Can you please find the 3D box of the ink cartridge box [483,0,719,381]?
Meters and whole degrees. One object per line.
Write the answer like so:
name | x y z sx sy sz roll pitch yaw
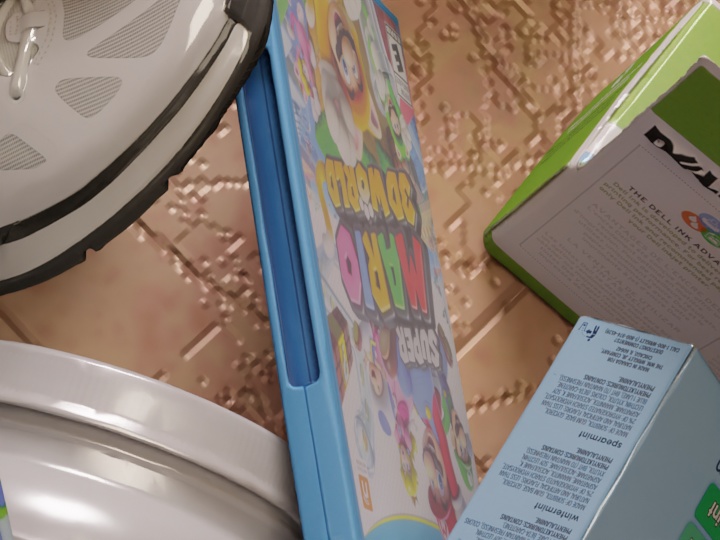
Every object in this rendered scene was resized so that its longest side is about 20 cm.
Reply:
ink cartridge box | 0.137 -0.010 0.779 0.148 0.200 0.076 40 70 -2

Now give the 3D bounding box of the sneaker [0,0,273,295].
sneaker | -0.126 -0.048 0.701 0.115 0.200 0.076 44 24 -33

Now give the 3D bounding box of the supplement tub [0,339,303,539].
supplement tub | -0.095 0.134 0.717 0.140 0.140 0.200 21 72 -8

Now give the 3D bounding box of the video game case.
video game case | 0.000 0.000 0.774 0.018 0.143 0.200 -13 74 14

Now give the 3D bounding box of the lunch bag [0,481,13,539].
lunch bag | -0.161 0.043 0.591 0.161 0.082 0.200 -13 88 -37

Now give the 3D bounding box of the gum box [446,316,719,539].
gum box | 0.065 0.143 0.755 0.200 0.045 0.170 -57 135 -19
